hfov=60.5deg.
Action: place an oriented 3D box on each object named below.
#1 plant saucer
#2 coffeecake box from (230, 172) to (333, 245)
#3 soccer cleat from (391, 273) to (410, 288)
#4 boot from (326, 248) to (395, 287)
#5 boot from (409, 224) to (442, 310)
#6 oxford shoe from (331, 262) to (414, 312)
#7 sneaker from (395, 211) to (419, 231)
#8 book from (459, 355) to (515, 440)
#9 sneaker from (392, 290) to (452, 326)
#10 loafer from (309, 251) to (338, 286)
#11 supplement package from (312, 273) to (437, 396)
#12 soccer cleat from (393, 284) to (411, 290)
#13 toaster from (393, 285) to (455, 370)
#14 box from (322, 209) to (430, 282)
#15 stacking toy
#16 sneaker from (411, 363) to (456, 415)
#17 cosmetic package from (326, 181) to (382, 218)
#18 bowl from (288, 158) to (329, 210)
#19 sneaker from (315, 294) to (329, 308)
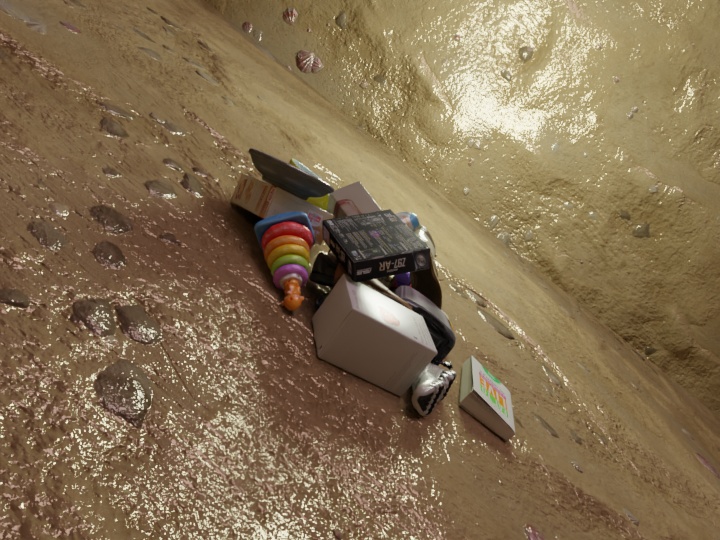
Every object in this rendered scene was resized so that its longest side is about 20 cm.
[{"bbox_3d":[-0.152,-0.193,1.303,0.196,0.051,0.200,24,2,-1],"label":"plant saucer"},{"bbox_3d":[-0.175,-0.137,1.355,0.152,0.074,0.199,24,2,-36],"label":"coffeecake box"},{"bbox_3d":[0.050,-0.029,1.573,0.200,0.068,0.074,43,-13,26],"label":"soccer cleat"},{"bbox_3d":[0.000,0.000,1.459,0.154,0.073,0.200,38,12,12],"label":"boot"},{"bbox_3d":[0.154,0.003,1.466,0.155,0.070,0.205,-66,144,-70],"label":"boot"},{"bbox_3d":[0.033,0.042,1.231,0.198,0.071,0.072,32,41,-25],"label":"oxford shoe"},{"bbox_3d":[0.069,-0.085,1.463,0.080,0.199,0.078,-24,93,-25],"label":"sneaker"},{"bbox_3d":[0.286,0.285,1.391,0.133,0.048,0.200,42,17,-2],"label":"book"},{"bbox_3d":[0.153,0.113,1.485,0.198,0.070,0.090,30,17,-28],"label":"sneaker"},{"bbox_3d":[-0.033,0.011,1.342,0.071,0.065,0.199,5,-9,34],"label":"loafer"},{"bbox_3d":[0.024,0.122,1.155,0.197,0.121,0.122,28,22,-25],"label":"supplement package"},{"bbox_3d":[0.126,0.040,1.597,0.068,0.074,0.201,12,32,-51],"label":"soccer cleat"},{"bbox_3d":[0.127,0.123,1.356,0.198,0.114,0.130,35,17,-10],"label":"toaster"},{"bbox_3d":[0.026,-0.055,1.220,0.157,0.044,0.200,-10,31,-19],"label":"box"},{"bbox_3d":[-0.137,-0.004,1.204,0.111,0.113,0.203,76,1,-52],"label":"stacking toy"},{"bbox_3d":[0.126,0.224,1.205,0.080,0.076,0.199,32,11,16],"label":"sneaker"},{"bbox_3d":[0.008,-0.088,1.385,0.086,0.104,0.201,-22,59,-24],"label":"cosmetic package"},{"bbox_3d":[-0.129,-0.174,1.551,0.199,0.108,0.200,41,9,-8],"label":"bowl"},{"bbox_3d":[-0.018,0.059,1.277,0.077,0.086,0.199,45,21,24],"label":"sneaker"}]
